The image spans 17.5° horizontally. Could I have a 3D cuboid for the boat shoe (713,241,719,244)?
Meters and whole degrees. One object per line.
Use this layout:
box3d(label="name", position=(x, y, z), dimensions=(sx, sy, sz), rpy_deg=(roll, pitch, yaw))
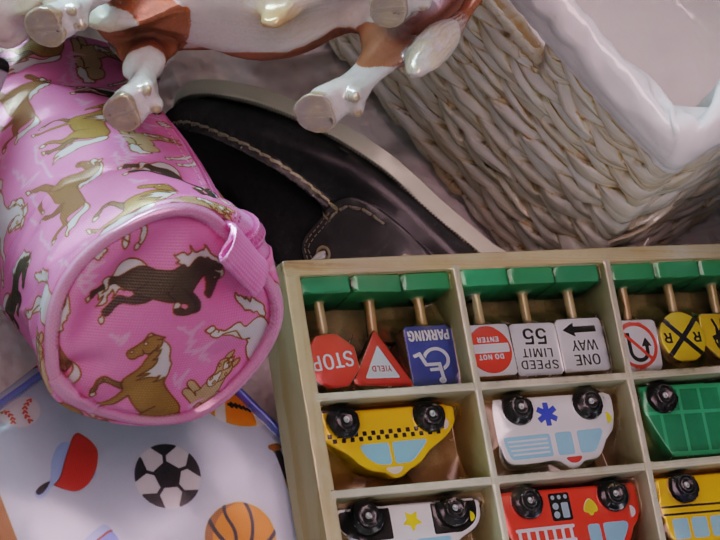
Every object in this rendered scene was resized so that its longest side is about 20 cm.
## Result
box3d(label="boat shoe", position=(0.188, 0.076, 0.905), dimensions=(0.062, 0.073, 0.201), rpy_deg=(-6, 63, -15))

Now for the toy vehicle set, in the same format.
box3d(label="toy vehicle set", position=(0.067, 0.055, 0.846), dimensions=(0.199, 0.027, 0.125), rpy_deg=(-3, 72, -25))

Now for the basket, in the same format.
box3d(label="basket", position=(0.109, -0.129, 0.935), dimensions=(0.200, 0.161, 0.198), rpy_deg=(-34, 76, -25))

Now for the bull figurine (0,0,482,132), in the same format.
box3d(label="bull figurine", position=(-0.050, -0.099, 0.809), dimensions=(0.199, 0.065, 0.122), rpy_deg=(-6, 34, 13))

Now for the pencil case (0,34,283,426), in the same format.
box3d(label="pencil case", position=(-0.090, -0.019, 0.819), dimensions=(0.082, 0.087, 0.200), rpy_deg=(8, 21, -23))

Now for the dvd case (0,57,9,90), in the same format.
box3d(label="dvd case", position=(-0.177, 0.013, 0.760), dimensions=(0.017, 0.143, 0.201), rpy_deg=(21, 91, 10))

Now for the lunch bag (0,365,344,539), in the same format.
box3d(label="lunch bag", position=(-0.096, 0.124, 0.810), dimensions=(0.160, 0.076, 0.200), rpy_deg=(45, 62, 7))

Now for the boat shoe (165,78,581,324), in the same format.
box3d(label="boat shoe", position=(0.000, 0.000, 0.895), dimensions=(0.200, 0.072, 0.068), rpy_deg=(38, 61, 3))
